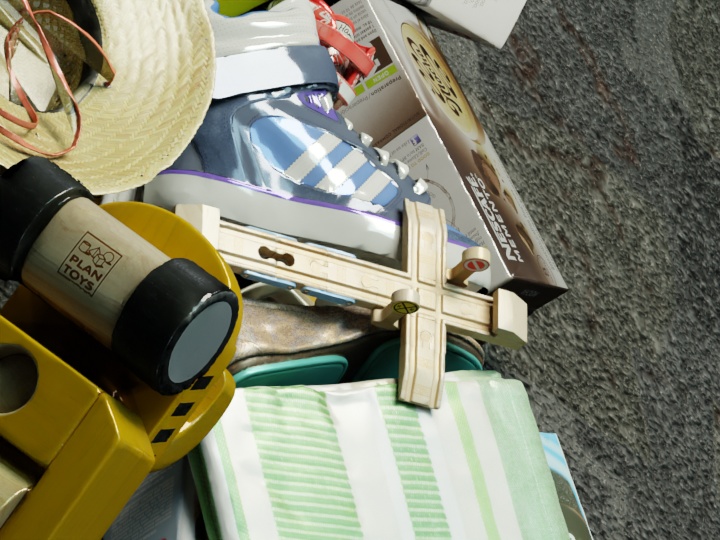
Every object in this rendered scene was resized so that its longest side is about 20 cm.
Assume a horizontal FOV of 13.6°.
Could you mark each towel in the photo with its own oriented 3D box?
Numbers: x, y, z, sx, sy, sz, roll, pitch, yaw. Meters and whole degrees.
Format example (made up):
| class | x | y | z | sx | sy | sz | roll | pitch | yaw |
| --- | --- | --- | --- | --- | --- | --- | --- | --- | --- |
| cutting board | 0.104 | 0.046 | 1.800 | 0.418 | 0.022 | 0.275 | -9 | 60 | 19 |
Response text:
| class | x | y | z | sx | sy | sz | roll | pitch | yaw |
| --- | --- | --- | --- | --- | --- | --- | --- | --- | --- |
| towel | 0.014 | 0.123 | 1.475 | 0.199 | 0.023 | 0.153 | -2 | 66 | -33 |

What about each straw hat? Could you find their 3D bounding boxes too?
| class | x | y | z | sx | sy | sz | roll | pitch | yaw |
| --- | --- | --- | --- | --- | --- | --- | --- | --- | --- |
| straw hat | -0.172 | -0.109 | 1.459 | 0.201 | 0.085 | 0.202 | 22 | 52 | -32 |

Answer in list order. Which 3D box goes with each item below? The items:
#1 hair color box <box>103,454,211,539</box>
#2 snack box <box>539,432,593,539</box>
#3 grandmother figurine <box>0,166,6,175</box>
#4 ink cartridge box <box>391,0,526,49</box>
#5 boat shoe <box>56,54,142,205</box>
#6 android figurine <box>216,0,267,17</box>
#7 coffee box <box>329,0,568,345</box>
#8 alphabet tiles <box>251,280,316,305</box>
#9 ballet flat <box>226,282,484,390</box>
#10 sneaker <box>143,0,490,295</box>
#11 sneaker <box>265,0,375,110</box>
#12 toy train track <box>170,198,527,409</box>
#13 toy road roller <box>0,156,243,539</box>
| class | x | y | z | sx | sy | sz | roll | pitch | yaw |
| --- | --- | --- | --- | --- | --- | --- | --- | --- | --- |
| hair color box | -0.073 | 0.114 | 1.512 | 0.099 | 0.061 | 0.200 | 38 | 34 | -30 |
| snack box | 0.050 | 0.141 | 1.562 | 0.200 | 0.037 | 0.117 | 5 | 60 | -51 |
| grandmother figurine | -0.208 | -0.087 | 1.530 | 0.200 | 0.060 | 0.122 | -85 | 160 | -52 |
| ink cartridge box | -0.002 | -0.222 | 1.864 | 0.200 | 0.083 | 0.147 | 25 | 0 | -41 |
| boat shoe | -0.145 | -0.112 | 1.542 | 0.070 | 0.071 | 0.201 | 4 | 86 | -85 |
| android figurine | -0.097 | -0.168 | 1.654 | 0.200 | 0.182 | 0.041 | -28 | 75 | -19 |
| coffee box | 0.032 | -0.057 | 1.798 | 0.200 | 0.080 | 0.113 | 63 | 16 | 15 |
| alphabet tiles | -0.007 | 0.037 | 1.676 | 0.166 | 0.006 | 0.200 | 36 | 17 | -34 |
| ballet flat | -0.016 | 0.034 | 1.540 | 0.200 | 0.068 | 0.067 | 4 | 46 | -48 |
| sneaker | -0.014 | -0.073 | 1.588 | 0.199 | 0.081 | 0.147 | 15 | 70 | -17 |
| sneaker | -0.041 | -0.084 | 1.668 | 0.067 | 0.108 | 0.202 | 38 | 19 | -28 |
| toy train track | 0.000 | 0.000 | 1.496 | 0.199 | 0.033 | 0.115 | 15 | 58 | -23 |
| toy road roller | -0.135 | 0.061 | 1.371 | 0.123 | 0.200 | 0.146 | 34 | -7 | 22 |
